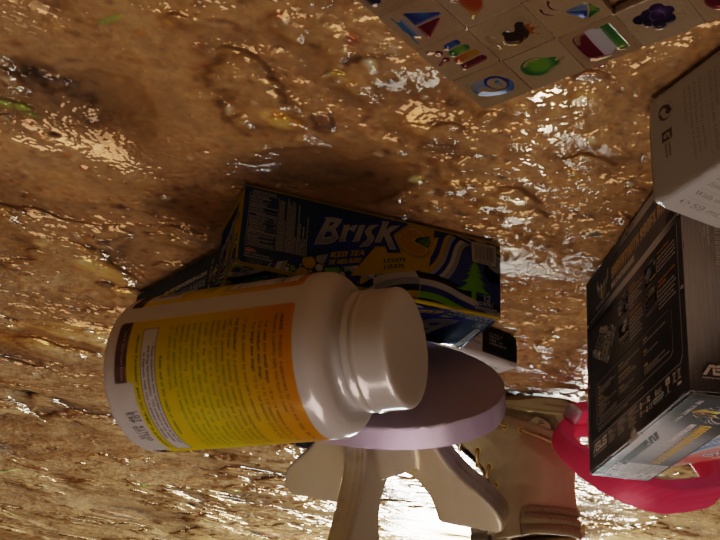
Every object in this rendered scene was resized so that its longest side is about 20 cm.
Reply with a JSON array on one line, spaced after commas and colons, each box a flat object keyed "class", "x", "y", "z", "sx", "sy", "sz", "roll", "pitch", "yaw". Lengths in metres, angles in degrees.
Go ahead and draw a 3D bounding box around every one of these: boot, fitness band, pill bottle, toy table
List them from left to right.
[{"class": "pill bottle", "x": -0.061, "y": 0.061, "z": 0.660, "sx": 0.200, "sy": 0.109, "sz": 0.109, "roll": -8, "pitch": 152, "yaw": 23}, {"class": "toy table", "x": 0.016, "y": 0.130, "z": 0.753, "sx": 0.200, "sy": 0.184, "sz": 0.117, "roll": 11, "pitch": 119, "yaw": 38}, {"class": "boot", "x": 0.132, "y": 0.211, "z": 1.040, "sx": 0.200, "sy": 0.156, "sz": 0.073, "roll": 1, "pitch": 155, "yaw": 7}, {"class": "fitness band", "x": 0.279, "y": 0.182, "z": 0.982, "sx": 0.200, "sy": 0.037, "sz": 0.144, "roll": 5, "pitch": -156, "yaw": -41}]

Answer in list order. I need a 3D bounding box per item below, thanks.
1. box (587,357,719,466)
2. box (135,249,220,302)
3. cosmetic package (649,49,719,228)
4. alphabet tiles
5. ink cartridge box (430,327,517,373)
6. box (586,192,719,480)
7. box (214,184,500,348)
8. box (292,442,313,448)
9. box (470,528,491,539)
[{"class": "box", "x": 0.296, "y": 0.100, "z": 0.840, "sx": 0.095, "sy": 0.103, "sz": 0.200, "roll": 20, "pitch": 154, "yaw": -30}, {"class": "box", "x": -0.073, "y": 0.051, "z": 0.856, "sx": 0.200, "sy": 0.051, "sz": 0.158, "roll": 22, "pitch": 148, "yaw": -36}, {"class": "cosmetic package", "x": 0.248, "y": -0.090, "z": 0.492, "sx": 0.101, "sy": 0.074, "sz": 0.200, "roll": 14, "pitch": 154, "yaw": -21}, {"class": "alphabet tiles", "x": 0.072, "y": -0.152, "z": 0.463, "sx": 0.167, "sy": 0.008, "sz": 0.200, "roll": -17, "pitch": 147, "yaw": 37}, {"class": "ink cartridge box", "x": 0.045, "y": 0.091, "z": 0.944, "sx": 0.095, "sy": 0.037, "sz": 0.200, "roll": 21, "pitch": 147, "yaw": -33}, {"class": "box", "x": 0.205, "y": 0.042, "z": 0.674, "sx": 0.048, "sy": 0.159, "sz": 0.200, "roll": 7, "pitch": 154, "yaw": -2}, {"class": "box", "x": 0.000, "y": 0.000, "z": 0.725, "sx": 0.200, "sy": 0.064, "sz": 0.070, "roll": 13, "pitch": 153, "yaw": -17}, {"class": "box", "x": -0.085, "y": 0.139, "z": 0.961, "sx": 0.200, "sy": 0.044, "sz": 0.160, "roll": 9, "pitch": 168, "yaw": 37}, {"class": "box", "x": 0.284, "y": 0.459, "z": 1.664, "sx": 0.161, "sy": 0.049, "sz": 0.200, "roll": -7, "pitch": 152, "yaw": 18}]
